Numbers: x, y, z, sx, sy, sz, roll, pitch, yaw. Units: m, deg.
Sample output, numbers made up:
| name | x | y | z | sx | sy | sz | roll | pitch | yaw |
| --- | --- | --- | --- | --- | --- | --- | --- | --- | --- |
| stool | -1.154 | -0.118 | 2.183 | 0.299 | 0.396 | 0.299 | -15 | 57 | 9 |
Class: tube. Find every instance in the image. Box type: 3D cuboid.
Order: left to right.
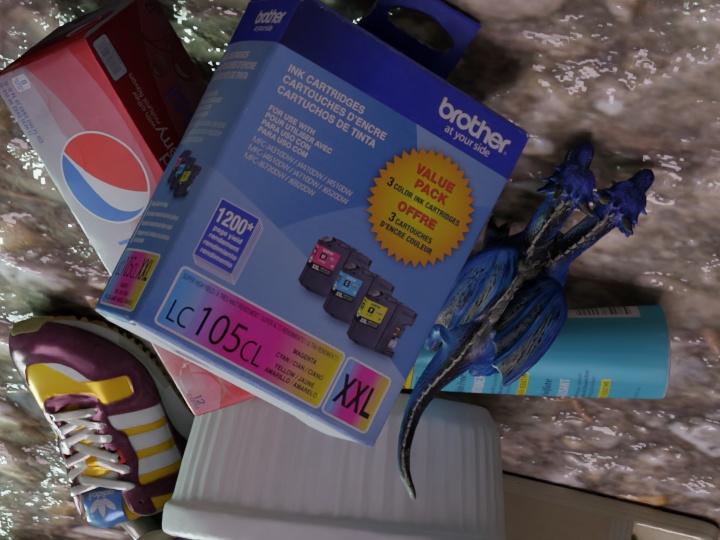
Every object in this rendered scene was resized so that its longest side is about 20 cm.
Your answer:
| name | x | y | z | sx | sy | sz | roll | pitch | yaw |
| --- | --- | --- | --- | --- | --- | --- | --- | --- | --- |
| tube | 0.063 | 0.044 | 1.248 | 0.200 | 0.050 | 0.077 | -1 | 157 | -1 |

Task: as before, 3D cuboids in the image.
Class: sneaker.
| name | x | y | z | sx | sy | sz | roll | pitch | yaw |
| --- | --- | --- | --- | --- | --- | --- | --- | --- | --- |
| sneaker | -0.154 | 0.106 | 1.437 | 0.075 | 0.090 | 0.200 | -7 | 143 | 31 |

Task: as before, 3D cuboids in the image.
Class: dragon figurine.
| name | x | y | z | sx | sy | sz | roll | pitch | yaw |
| --- | --- | --- | --- | --- | --- | --- | --- | --- | --- |
| dragon figurine | 0.068 | 0.020 | 1.167 | 0.059 | 0.200 | 0.099 | 38 | 176 | -1 |

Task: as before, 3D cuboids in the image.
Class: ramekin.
| name | x | y | z | sx | sy | sz | roll | pitch | yaw |
| --- | --- | --- | --- | --- | --- | --- | --- | --- | --- |
| ramekin | -0.009 | 0.116 | 1.336 | 0.202 | 0.094 | 0.202 | 7 | 175 | 1 |

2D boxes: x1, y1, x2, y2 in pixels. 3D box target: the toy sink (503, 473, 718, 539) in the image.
| name | x | y | z | sx | sy | sz | roll | pitch | yaw |
| --- | --- | --- | --- | --- | --- | --- | --- | --- | --- |
| toy sink | 0.113 | 0.215 | 1.483 | 0.200 | 0.112 | 0.130 | 13 | 149 | 1 |

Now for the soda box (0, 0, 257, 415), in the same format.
| name | x | y | z | sx | sy | sz | roll | pitch | yaw |
| --- | --- | --- | --- | --- | --- | --- | --- | --- | --- |
| soda box | -0.092 | -0.031 | 1.141 | 0.070 | 0.063 | 0.200 | -18 | 109 | 37 |

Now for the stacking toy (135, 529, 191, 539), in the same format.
| name | x | y | z | sx | sy | sz | roll | pitch | yaw |
| --- | --- | --- | --- | --- | --- | --- | --- | --- | --- |
| stacking toy | -0.050 | 0.197 | 1.387 | 0.200 | 0.085 | 0.085 | -4 | 145 | 35 |

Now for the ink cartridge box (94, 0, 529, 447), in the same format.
| name | x | y | z | sx | sy | sz | roll | pitch | yaw |
| --- | --- | --- | --- | --- | --- | --- | --- | --- | --- |
| ink cartridge box | -0.016 | -0.037 | 1.085 | 0.136 | 0.200 | 0.076 | 29 | 172 | -22 |
